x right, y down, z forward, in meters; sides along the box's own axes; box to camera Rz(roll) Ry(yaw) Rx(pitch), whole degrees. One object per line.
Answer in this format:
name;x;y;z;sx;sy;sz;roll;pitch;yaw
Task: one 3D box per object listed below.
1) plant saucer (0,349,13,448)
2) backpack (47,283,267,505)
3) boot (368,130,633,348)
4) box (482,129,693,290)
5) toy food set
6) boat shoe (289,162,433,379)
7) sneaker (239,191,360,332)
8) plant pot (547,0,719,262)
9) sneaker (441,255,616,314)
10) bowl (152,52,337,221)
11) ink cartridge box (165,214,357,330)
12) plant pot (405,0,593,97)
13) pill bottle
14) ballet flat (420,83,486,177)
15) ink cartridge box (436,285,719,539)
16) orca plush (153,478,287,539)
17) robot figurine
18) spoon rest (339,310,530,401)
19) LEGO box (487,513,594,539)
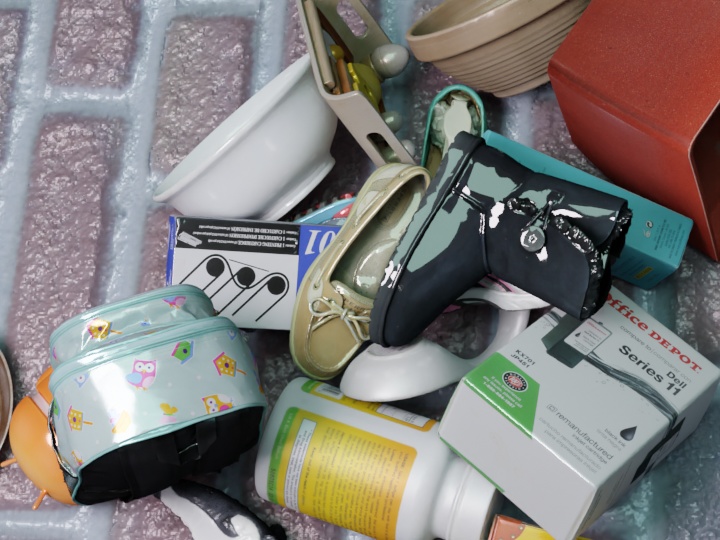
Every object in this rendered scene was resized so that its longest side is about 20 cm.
plant saucer;-0.410;0.132;1.653;0.199;0.035;0.201;-3;67;8
backpack;-0.165;0.097;1.437;0.175;0.200;0.154;-15;83;-12
boot;0.116;0.003;1.488;0.168;0.076;0.201;27;92;17
box;0.183;-0.051;1.585;0.199;0.082;0.049;23;72;-5
toy food set;0.012;-0.174;1.628;0.060;0.144;0.201;-28;44;14
boat shoe;0.003;0.001;1.540;0.073;0.063;0.201;31;86;-14
sneaker;-0.039;-0.006;1.649;0.199;0.079;0.096;-25;90;-5
plant pot;0.283;-0.164;1.602;0.176;0.200;0.200;28;74;31
sneaker;0.118;-0.015;1.561;0.199;0.080;0.087;-7;107;21
bowl;-0.087;-0.101;1.641;0.201;0.201;0.090;-43;101;-10
ink cartridge box;-0.070;0.004;1.580;0.199;0.044;0.095;4;92;-13
plant pot;0.148;-0.222;1.663;0.200;0.201;0.093;-29;104;-4
pill bottle;0.020;0.172;1.534;0.199;0.111;0.112;18;71;14
ballet flat;0.078;-0.082;1.652;0.067;0.070;0.201;4;69;8
ink cartridge box;0.185;0.111;1.505;0.146;0.083;0.200;39;47;20
orca plush;-0.100;0.241;1.564;0.200;0.071;0.106;34;121;23
robot figurine;-0.225;0.124;1.588;0.200;0.117;0.144;-40;84;-10
spoon rest;0.070;0.075;1.564;0.199;0.061;0.099;-25;20;-33
LEGO box;0.158;0.318;1.474;0.148;0.077;0.201;13;70;13
